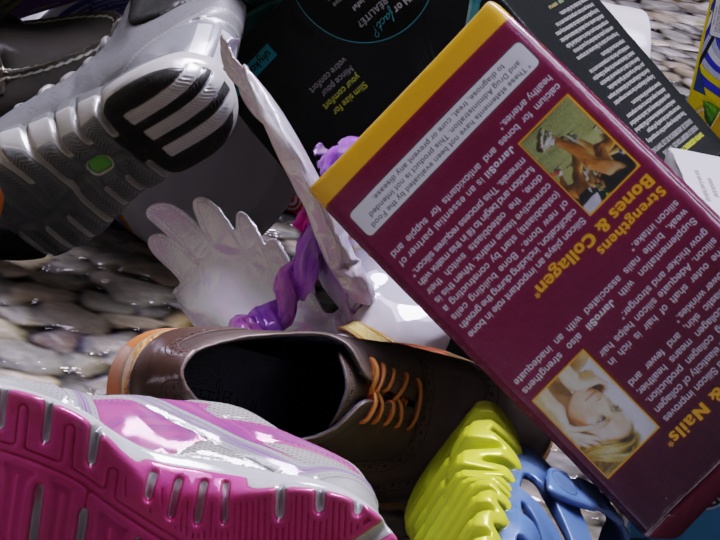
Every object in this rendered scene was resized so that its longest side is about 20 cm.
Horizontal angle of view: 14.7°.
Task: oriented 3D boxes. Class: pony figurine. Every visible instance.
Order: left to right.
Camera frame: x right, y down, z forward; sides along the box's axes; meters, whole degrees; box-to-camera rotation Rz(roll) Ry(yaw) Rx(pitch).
[{"bbox_3d":[0.000,0.000,1.263,0.200,0.167,0.193,-14,57,-24],"label":"pony figurine"}]

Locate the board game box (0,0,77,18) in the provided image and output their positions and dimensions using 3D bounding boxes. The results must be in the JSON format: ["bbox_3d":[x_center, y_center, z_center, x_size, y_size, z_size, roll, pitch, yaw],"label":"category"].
[{"bbox_3d":[-0.174,-0.163,1.460,0.200,0.032,0.120,-18,-15,-3],"label":"board game box"}]

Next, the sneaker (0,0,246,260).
[{"bbox_3d":[-0.127,-0.082,1.380,0.200,0.075,0.116,-22,36,34],"label":"sneaker"}]

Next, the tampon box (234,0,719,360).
[{"bbox_3d":[0.055,-0.078,1.400,0.200,0.150,0.126,50,24,3],"label":"tampon box"}]

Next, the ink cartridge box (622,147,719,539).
[{"bbox_3d":[0.226,0.048,1.260,0.200,0.147,0.146,11,17,-3],"label":"ink cartridge box"}]

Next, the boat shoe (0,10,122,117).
[{"bbox_3d":[-0.211,-0.101,1.440,0.201,0.061,0.072,-16,30,11],"label":"boat shoe"}]

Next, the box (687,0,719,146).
[{"bbox_3d":[0.203,-0.049,1.457,0.064,0.200,0.070,19,19,24],"label":"box"}]

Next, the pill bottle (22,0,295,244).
[{"bbox_3d":[-0.123,-0.090,1.522,0.112,0.112,0.200,0,21,-33],"label":"pill bottle"}]

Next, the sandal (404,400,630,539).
[{"bbox_3d":[0.061,0.118,1.058,0.087,0.080,0.200,33,23,-5],"label":"sandal"}]

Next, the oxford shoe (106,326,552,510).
[{"bbox_3d":[0.000,0.060,1.151,0.200,0.071,0.073,5,-10,-25],"label":"oxford shoe"}]

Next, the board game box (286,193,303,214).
[{"bbox_3d":[0.066,-0.046,1.616,0.200,0.046,0.151,18,19,20],"label":"board game box"}]

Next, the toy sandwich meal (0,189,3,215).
[{"bbox_3d":[-0.264,-0.030,1.254,0.205,0.070,0.205,3,-11,1],"label":"toy sandwich meal"}]

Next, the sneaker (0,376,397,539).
[{"bbox_3d":[-0.082,0.088,1.065,0.200,0.081,0.088,18,13,0],"label":"sneaker"}]

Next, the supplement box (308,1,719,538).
[{"bbox_3d":[0.092,0.001,1.135,0.200,0.110,0.086,46,7,14],"label":"supplement box"}]

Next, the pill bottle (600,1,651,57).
[{"bbox_3d":[0.056,-0.119,1.577,0.200,0.110,0.110,9,17,-7],"label":"pill bottle"}]

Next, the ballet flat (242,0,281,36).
[{"bbox_3d":[-0.052,-0.163,1.425,0.074,0.074,0.200,10,-7,-4],"label":"ballet flat"}]
